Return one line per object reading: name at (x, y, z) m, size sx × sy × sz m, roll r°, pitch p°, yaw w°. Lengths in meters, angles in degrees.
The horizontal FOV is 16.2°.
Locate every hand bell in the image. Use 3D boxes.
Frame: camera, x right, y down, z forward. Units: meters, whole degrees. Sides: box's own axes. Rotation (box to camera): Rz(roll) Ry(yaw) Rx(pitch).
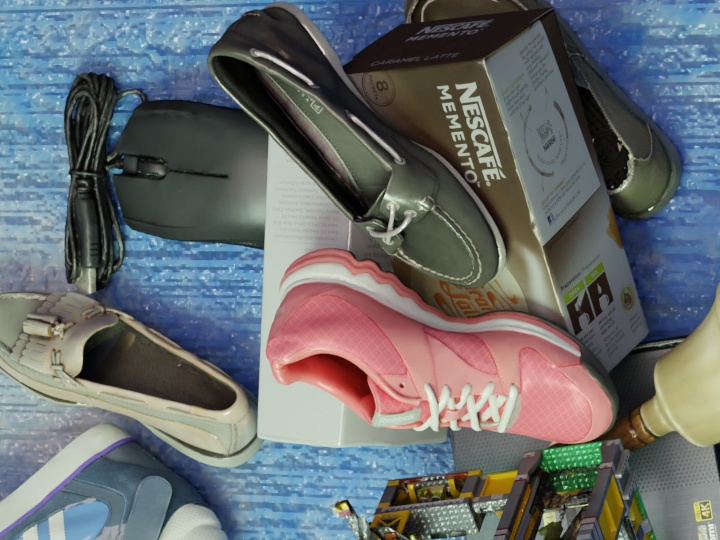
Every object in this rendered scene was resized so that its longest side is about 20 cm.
hand bell at (0.153, 0.088, 1.412) m, size 0.199 × 0.104 × 0.105 m, roll -31°, pitch 81°, yaw 29°

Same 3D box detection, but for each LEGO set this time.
LEGO set at (0.081, 0.182, 1.383) m, size 0.199 × 0.116 × 0.155 m, roll -2°, pitch 120°, yaw 19°

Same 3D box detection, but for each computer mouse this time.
computer mouse at (-0.100, -0.053, 1.554) m, size 0.199 × 0.053 × 0.140 m, roll 1°, pitch 90°, yaw 19°

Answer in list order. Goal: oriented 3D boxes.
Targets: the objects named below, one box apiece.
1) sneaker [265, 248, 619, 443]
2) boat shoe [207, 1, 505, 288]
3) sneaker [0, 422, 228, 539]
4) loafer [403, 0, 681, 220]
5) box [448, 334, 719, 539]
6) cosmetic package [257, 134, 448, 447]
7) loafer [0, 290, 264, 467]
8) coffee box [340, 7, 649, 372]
sneaker at (0.039, 0.063, 1.376) m, size 0.199 × 0.087 × 0.074 m, roll 19°, pitch 135°, yaw 7°
boat shoe at (-0.007, -0.059, 1.378) m, size 0.200 × 0.057 × 0.067 m, roll 48°, pitch 138°, yaw 7°
sneaker at (-0.171, 0.205, 1.546) m, size 0.200 × 0.081 × 0.146 m, roll -44°, pitch 70°, yaw -8°
loafer at (0.103, -0.109, 1.475) m, size 0.200 × 0.070 × 0.075 m, roll 40°, pitch 102°, yaw 14°
box at (0.141, 0.147, 1.475) m, size 0.157 × 0.051 × 0.202 m, roll -10°, pitch 87°, yaw 20°
cosmetic package at (0.000, 0.000, 1.488) m, size 0.071 × 0.101 × 0.202 m, roll 3°, pitch 91°, yaw 41°
loafer at (-0.148, 0.054, 1.558) m, size 0.199 × 0.063 × 0.072 m, roll 23°, pitch 66°, yaw 14°
coffee box at (0.074, -0.037, 1.424) m, size 0.114 × 0.080 × 0.201 m, roll -2°, pitch 115°, yaw 39°
